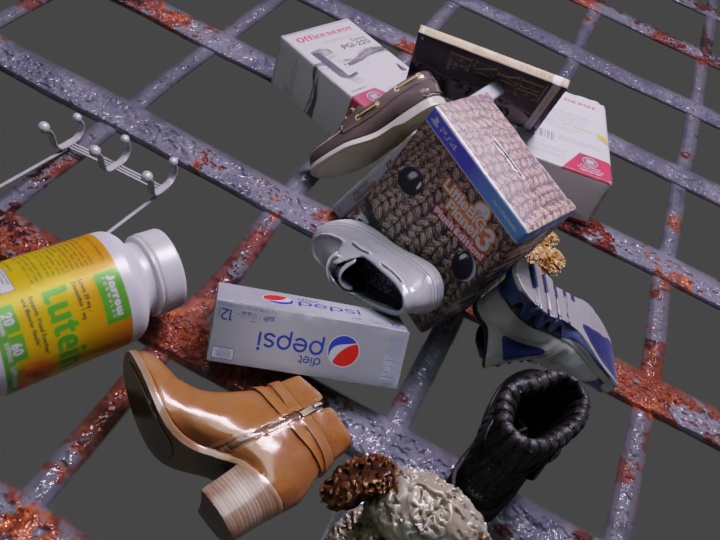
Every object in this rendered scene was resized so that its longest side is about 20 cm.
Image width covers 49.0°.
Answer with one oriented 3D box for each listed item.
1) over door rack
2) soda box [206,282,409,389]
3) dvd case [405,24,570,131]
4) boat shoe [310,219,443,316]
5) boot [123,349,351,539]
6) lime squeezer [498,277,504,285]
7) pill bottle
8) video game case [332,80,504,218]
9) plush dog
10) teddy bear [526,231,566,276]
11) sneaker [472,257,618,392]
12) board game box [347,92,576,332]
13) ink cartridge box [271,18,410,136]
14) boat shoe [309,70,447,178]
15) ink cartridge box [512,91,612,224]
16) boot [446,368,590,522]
[{"bbox_3d":[-0.311,-0.097,0.878,0.145,0.067,0.201,24,44,5],"label":"over door rack"},{"bbox_3d":[-0.054,0.066,0.802,0.196,0.065,0.068,10,12,-11],"label":"soda box"},{"bbox_3d":[0.159,-0.247,1.033,0.196,0.149,0.016,20,79,1],"label":"dvd case"},{"bbox_3d":[0.000,0.000,0.863,0.068,0.073,0.199,-12,34,-41],"label":"boat shoe"},{"bbox_3d":[-0.114,0.131,0.730,0.153,0.074,0.201,-29,74,-37],"label":"boot"},{"bbox_3d":[0.190,0.020,0.932,0.038,0.070,0.202,-43,112,-25],"label":"lime squeezer"},{"bbox_3d":[-0.268,0.029,0.738,0.198,0.112,0.111,-23,58,-36],"label":"pill bottle"},{"bbox_3d":[0.073,-0.152,0.998,0.023,0.181,0.199,53,48,0],"label":"video game case"},{"bbox_3d":[0.042,0.226,0.619,0.198,0.174,0.161,30,44,12],"label":"plush dog"},{"bbox_3d":[0.172,-0.049,1.011,0.197,0.067,0.146,24,42,2],"label":"teddy bear"},{"bbox_3d":[0.195,0.073,0.896,0.198,0.114,0.082,37,39,-26],"label":"sneaker"},{"bbox_3d":[0.102,-0.060,0.863,0.096,0.200,0.161,-23,71,-42],"label":"board game box"},{"bbox_3d":[-0.011,-0.267,1.141,0.144,0.086,0.200,-28,60,-39],"label":"ink cartridge box"},{"bbox_3d":[0.016,-0.185,1.014,0.072,0.197,0.061,21,45,-64],"label":"boat shoe"},{"bbox_3d":[0.285,-0.180,1.166,0.145,0.087,0.202,18,42,-2],"label":"ink cartridge box"},{"bbox_3d":[0.168,0.136,0.764,0.079,0.159,0.211,31,45,12],"label":"boot"}]
